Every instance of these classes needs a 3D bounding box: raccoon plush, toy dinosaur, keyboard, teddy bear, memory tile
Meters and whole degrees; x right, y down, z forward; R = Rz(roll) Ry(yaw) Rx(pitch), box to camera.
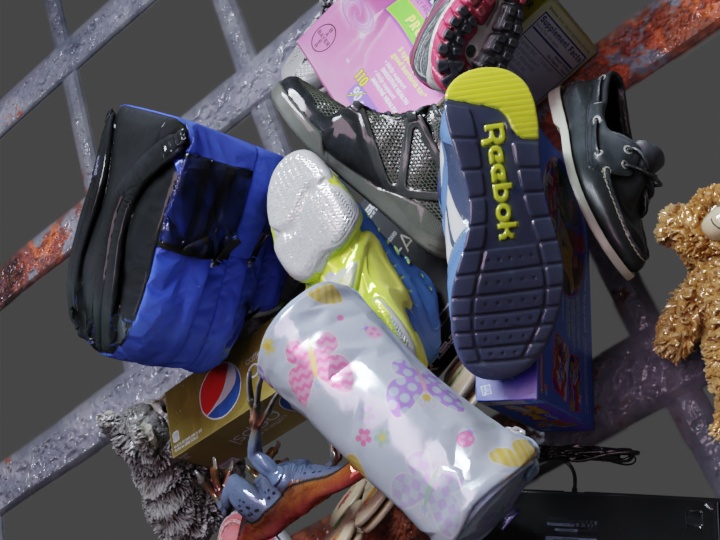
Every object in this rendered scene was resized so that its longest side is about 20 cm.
[{"bbox_3d":[-0.179,0.210,0.904,0.097,0.134,0.200,-11,67,31],"label":"raccoon plush"},{"bbox_3d":[-0.042,0.169,0.776,0.181,0.105,0.200,5,97,55],"label":"toy dinosaur"},{"bbox_3d":[0.152,0.173,0.718,0.200,0.021,0.127,-1,50,18],"label":"keyboard"},{"bbox_3d":[0.269,0.026,0.690,0.145,0.067,0.200,-3,72,33],"label":"teddy bear"},{"bbox_3d":[0.033,0.143,0.780,0.017,0.153,0.200,38,99,0],"label":"memory tile"}]

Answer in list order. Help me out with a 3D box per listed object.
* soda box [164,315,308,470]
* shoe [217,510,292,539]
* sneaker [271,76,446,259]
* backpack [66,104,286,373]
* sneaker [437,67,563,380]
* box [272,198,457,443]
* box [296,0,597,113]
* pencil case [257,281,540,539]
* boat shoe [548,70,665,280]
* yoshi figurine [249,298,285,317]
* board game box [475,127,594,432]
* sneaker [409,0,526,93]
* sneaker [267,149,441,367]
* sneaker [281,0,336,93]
[{"bbox_3d":[-0.073,0.092,0.852,0.200,0.064,0.068,-34,52,24],"label":"soda box"},{"bbox_3d":[-0.088,0.282,0.841,0.071,0.091,0.200,-43,54,16],"label":"shoe"},{"bbox_3d":[0.028,-0.110,0.794,0.199,0.076,0.114,39,103,12],"label":"sneaker"},{"bbox_3d":[-0.143,-0.016,0.837,0.162,0.168,0.200,21,93,58],"label":"backpack"},{"bbox_3d":[0.089,-0.028,0.670,0.074,0.082,0.200,-1,87,-3],"label":"sneaker"},{"bbox_3d":[0.015,0.038,0.877,0.200,0.044,0.160,-51,47,10],"label":"box"},{"bbox_3d":[0.070,-0.199,0.896,0.200,0.097,0.176,-41,54,17],"label":"box"},{"bbox_3d":[0.022,0.093,0.668,0.200,0.083,0.091,39,91,24],"label":"pencil case"},{"bbox_3d":[0.196,-0.081,0.766,0.066,0.075,0.200,-27,38,22],"label":"boat shoe"},{"bbox_3d":[-0.126,-0.029,0.974,0.112,0.112,0.200,24,85,45],"label":"yoshi figurine"},{"bbox_3d":[0.132,0.010,0.750,0.045,0.134,0.200,-7,69,27],"label":"board game box"},{"bbox_3d":[0.101,-0.230,0.776,0.200,0.081,0.075,-56,28,-1],"label":"sneaker"},{"bbox_3d":[0.000,0.000,0.788,0.076,0.105,0.200,-30,76,25],"label":"sneaker"},{"bbox_3d":[-0.019,-0.261,0.991,0.200,0.082,0.075,-51,52,10],"label":"sneaker"}]
